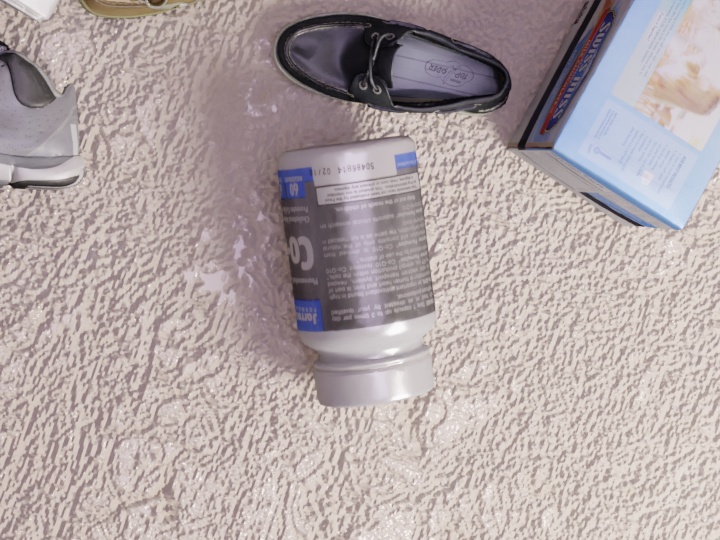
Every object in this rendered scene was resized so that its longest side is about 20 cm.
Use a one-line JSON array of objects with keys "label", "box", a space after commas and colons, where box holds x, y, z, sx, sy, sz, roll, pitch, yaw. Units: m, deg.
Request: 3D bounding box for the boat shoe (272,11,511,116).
[{"label": "boat shoe", "box": [0.030, -0.163, 1.425, 0.197, 0.066, 0.075, 15, 91, -12]}]

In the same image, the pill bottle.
[{"label": "pill bottle", "box": [0.000, 0.000, 1.405, 0.112, 0.114, 0.203, -8, 95, -11]}]

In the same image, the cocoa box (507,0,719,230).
[{"label": "cocoa box", "box": [0.233, -0.151, 1.434, 0.133, 0.131, 0.201, 30, 87, -12]}]

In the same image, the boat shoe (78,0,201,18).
[{"label": "boat shoe", "box": [-0.126, -0.246, 1.390, 0.198, 0.063, 0.074, -12, 96, -11]}]

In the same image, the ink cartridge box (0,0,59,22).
[{"label": "ink cartridge box", "box": [-0.257, -0.310, 1.324, 0.145, 0.083, 0.201, 31, 87, -38]}]

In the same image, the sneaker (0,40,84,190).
[{"label": "sneaker", "box": [-0.310, -0.122, 1.362, 0.198, 0.075, 0.117, 1, 89, -22]}]
